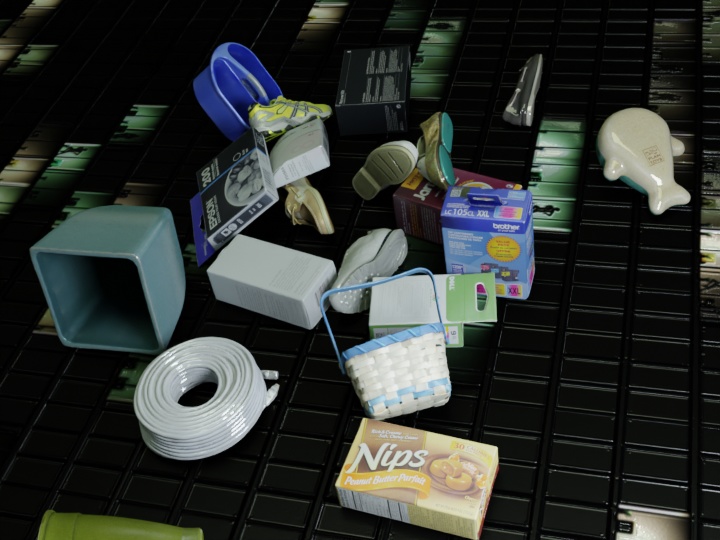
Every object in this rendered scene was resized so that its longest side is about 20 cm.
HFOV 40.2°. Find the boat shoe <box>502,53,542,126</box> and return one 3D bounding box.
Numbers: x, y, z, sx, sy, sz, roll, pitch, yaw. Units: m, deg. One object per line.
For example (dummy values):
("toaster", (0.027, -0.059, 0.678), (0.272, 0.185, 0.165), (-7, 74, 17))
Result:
("boat shoe", (0.321, -0.361, 1.932), (0.056, 0.067, 0.202), (8, 50, 13))

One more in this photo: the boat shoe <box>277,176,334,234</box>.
("boat shoe", (-0.104, -0.114, 1.763), (0.066, 0.075, 0.200), (-26, 34, -9))

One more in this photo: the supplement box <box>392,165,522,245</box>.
("supplement box", (0.168, -0.105, 1.682), (0.198, 0.086, 0.111), (18, 51, 28))

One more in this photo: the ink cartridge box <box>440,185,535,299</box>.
("ink cartridge box", (0.200, -0.055, 1.540), (0.134, 0.202, 0.077), (5, 44, 17))

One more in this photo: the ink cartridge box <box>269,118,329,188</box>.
("ink cartridge box", (-0.154, -0.202, 1.818), (0.197, 0.058, 0.163), (-18, 27, 5))

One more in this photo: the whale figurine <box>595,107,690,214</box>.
("whale figurine", (0.488, -0.181, 1.706), (0.157, 0.104, 0.202), (-21, 68, -12))

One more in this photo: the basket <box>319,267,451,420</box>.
("basket", (0.042, 0.108, 1.426), (0.173, 0.139, 0.203), (-13, 78, -3))

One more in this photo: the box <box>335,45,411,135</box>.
("box", (0.029, -0.365, 1.987), (0.138, 0.080, 0.202), (0, 45, 7))

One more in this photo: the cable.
("cable", (-0.241, 0.189, 1.472), (0.197, 0.070, 0.201), (12, 48, 22))

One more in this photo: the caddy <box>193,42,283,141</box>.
("caddy", (-0.233, -0.350, 1.943), (0.104, 0.201, 0.142), (-19, 29, 42))

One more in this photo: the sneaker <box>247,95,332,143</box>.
("sneaker", (-0.134, -0.308, 1.921), (0.198, 0.077, 0.075), (-20, -6, -44))

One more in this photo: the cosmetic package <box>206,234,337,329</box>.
("cosmetic package", (-0.145, 0.017, 1.631), (0.197, 0.075, 0.102), (16, 49, 28))

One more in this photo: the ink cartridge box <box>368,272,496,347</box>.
("ink cartridge box", (0.114, 0.063, 1.537), (0.196, 0.060, 0.105), (-3, 44, 9))

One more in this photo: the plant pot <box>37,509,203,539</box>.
("plant pot", (-0.284, 0.391, 1.202), (0.189, 0.203, 0.202), (-2, 42, -8))

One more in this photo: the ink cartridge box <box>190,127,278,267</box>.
("ink cartridge box", (-0.242, -0.135, 1.764), (0.199, 0.043, 0.200), (-38, 40, 17))

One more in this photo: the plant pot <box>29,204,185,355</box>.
("plant pot", (-0.390, -0.007, 1.627), (0.192, 0.199, 0.201), (4, 37, 16))

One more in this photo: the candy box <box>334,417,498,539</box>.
("candy box", (0.077, 0.278, 1.325), (0.197, 0.056, 0.116), (9, 47, 20))

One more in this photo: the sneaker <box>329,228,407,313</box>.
("sneaker", (0.000, 0.000, 1.627), (0.080, 0.077, 0.200), (11, 40, 33))

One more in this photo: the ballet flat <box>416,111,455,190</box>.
("ballet flat", (0.126, -0.196, 1.683), (0.069, 0.071, 0.202), (-4, 43, 7))

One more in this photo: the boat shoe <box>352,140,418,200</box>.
("boat shoe", (0.051, -0.190, 1.734), (0.068, 0.075, 0.199), (-44, 9, -27))
